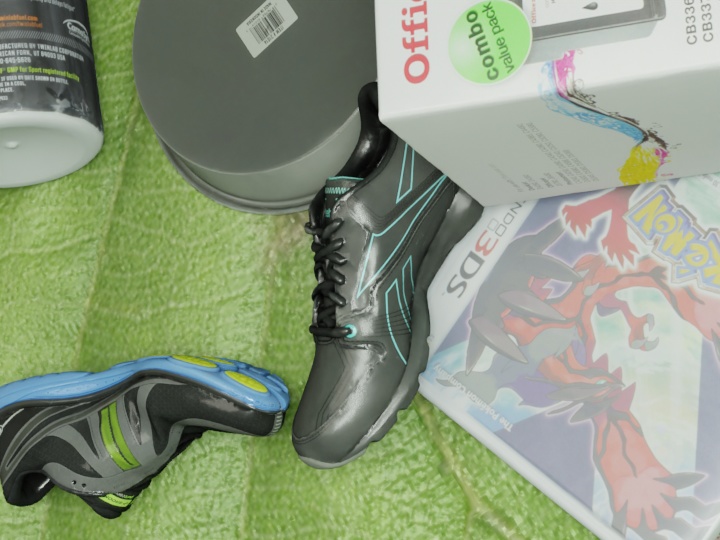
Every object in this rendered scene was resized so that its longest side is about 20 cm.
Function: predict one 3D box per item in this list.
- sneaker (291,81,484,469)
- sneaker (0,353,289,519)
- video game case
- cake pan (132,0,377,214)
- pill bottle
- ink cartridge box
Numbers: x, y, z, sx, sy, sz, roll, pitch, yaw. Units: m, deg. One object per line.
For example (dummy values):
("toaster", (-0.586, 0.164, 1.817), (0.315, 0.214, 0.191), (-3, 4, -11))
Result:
("sneaker", (0.000, 0.000, 0.942), (0.075, 0.079, 0.201), (-2, 63, 57))
("sneaker", (-0.119, 0.090, 1.014), (0.199, 0.071, 0.083), (-12, 77, 31))
("video game case", (0.129, 0.024, 0.916), (0.200, 0.023, 0.183), (37, 97, 30))
("cake pan", (-0.045, -0.132, 1.043), (0.200, 0.037, 0.201), (-7, 74, 27))
("pill bottle", (-0.213, -0.158, 1.101), (0.106, 0.106, 0.201), (-18, 70, 24))
("ink cartridge box", (0.122, -0.128, 0.853), (0.199, 0.146, 0.147), (-8, 74, 21))
